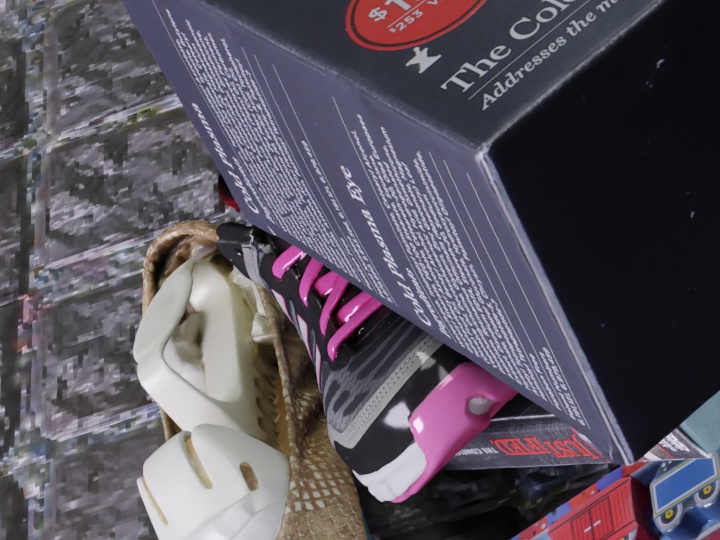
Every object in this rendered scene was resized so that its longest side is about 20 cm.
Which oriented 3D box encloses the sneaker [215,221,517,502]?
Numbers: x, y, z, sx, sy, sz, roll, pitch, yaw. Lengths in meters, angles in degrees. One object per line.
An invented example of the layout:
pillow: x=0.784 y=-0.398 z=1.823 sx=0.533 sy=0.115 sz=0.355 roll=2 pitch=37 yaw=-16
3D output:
sneaker: x=0.000 y=0.000 z=0.845 sx=0.074 sy=0.087 sz=0.200 roll=-42 pitch=14 yaw=9

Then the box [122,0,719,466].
box: x=0.069 y=-0.079 z=0.747 sx=0.200 sy=0.104 sz=0.182 roll=-39 pitch=36 yaw=-15

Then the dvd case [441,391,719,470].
dvd case: x=0.083 y=-0.002 z=0.841 sx=0.146 sy=0.022 sz=0.200 roll=-50 pitch=14 yaw=-21

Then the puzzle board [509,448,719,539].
puzzle board: x=0.069 y=0.109 z=0.752 sx=0.200 sy=0.017 sz=0.151 roll=-37 pitch=34 yaw=28

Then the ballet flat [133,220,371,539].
ballet flat: x=-0.041 y=0.057 z=0.884 sx=0.071 sy=0.065 sz=0.200 roll=-45 pitch=32 yaw=22

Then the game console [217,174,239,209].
game console: x=0.045 y=-0.118 z=0.994 sx=0.118 sy=0.173 sz=0.200 roll=24 pitch=58 yaw=13
